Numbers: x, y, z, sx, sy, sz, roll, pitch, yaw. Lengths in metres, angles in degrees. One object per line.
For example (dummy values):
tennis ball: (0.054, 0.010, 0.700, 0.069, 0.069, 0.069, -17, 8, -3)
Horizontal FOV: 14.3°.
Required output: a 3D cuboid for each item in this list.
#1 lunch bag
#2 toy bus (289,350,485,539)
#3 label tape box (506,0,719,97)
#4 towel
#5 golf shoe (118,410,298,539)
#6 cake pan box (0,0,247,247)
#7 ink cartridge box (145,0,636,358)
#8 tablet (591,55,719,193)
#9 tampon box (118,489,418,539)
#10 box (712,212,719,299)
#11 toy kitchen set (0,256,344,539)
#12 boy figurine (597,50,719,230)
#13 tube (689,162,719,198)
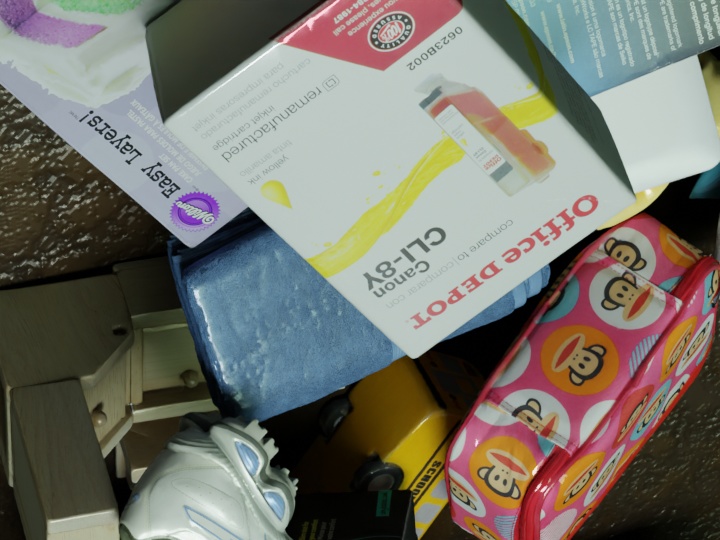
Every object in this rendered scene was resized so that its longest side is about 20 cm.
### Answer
lunch bag: (0.129, 0.078, 1.680, 0.200, 0.082, 0.176, -51, 164, -18)
toy bus: (-0.002, 0.140, 1.740, 0.078, 0.065, 0.200, 14, 121, -38)
label tape box: (0.143, -0.181, 1.496, 0.200, 0.063, 0.145, -21, 118, -8)
towel: (0.000, 0.000, 1.506, 0.200, 0.049, 0.112, -24, 116, -18)
golf shoe: (-0.054, 0.171, 1.484, 0.097, 0.078, 0.200, -45, 110, -26)
cake pan box: (-0.076, -0.124, 1.397, 0.184, 0.052, 0.200, -34, 127, 17)
ink cartridge box: (0.017, -0.073, 1.371, 0.145, 0.084, 0.200, -35, 127, 15)
tablet: (0.089, -0.089, 1.555, 0.199, 0.014, 0.130, -18, 99, -7)
tampon box: (-0.068, 0.216, 1.646, 0.199, 0.150, 0.127, -3, 112, 8)
box: (0.320, -0.052, 1.632, 0.199, 0.131, 0.200, -30, 148, -22)
toy kitchen set: (-0.093, 0.112, 1.583, 0.199, 0.181, 0.163, -9, 134, -14)
boy figurine: (0.133, -0.079, 1.609, 0.200, 0.064, 0.125, -21, 128, -11)
tube: (0.256, -0.118, 1.655, 0.077, 0.050, 0.200, 2, 132, -21)
